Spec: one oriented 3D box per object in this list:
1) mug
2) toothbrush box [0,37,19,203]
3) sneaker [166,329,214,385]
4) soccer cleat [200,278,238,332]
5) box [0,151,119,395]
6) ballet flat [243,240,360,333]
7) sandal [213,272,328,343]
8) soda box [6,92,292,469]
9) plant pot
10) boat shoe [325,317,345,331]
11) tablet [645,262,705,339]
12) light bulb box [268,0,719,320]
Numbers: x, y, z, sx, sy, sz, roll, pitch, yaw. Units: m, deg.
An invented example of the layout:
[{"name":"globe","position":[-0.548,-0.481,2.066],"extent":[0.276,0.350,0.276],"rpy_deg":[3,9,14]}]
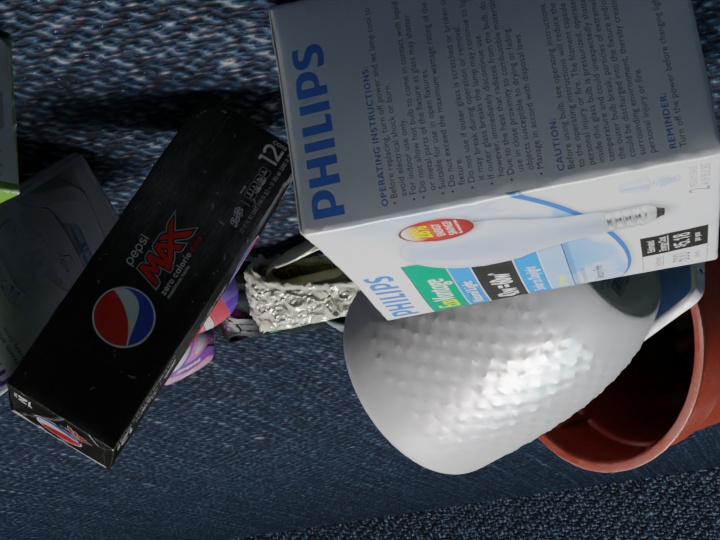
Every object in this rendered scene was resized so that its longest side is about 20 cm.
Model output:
[{"name":"mug","position":[0.112,0.021,0.936],"extent":[0.175,0.148,0.200],"rpy_deg":[-37,179,39]},{"name":"toothbrush box","position":[-0.286,-0.058,0.701],"extent":[0.199,0.087,0.145],"rpy_deg":[-18,161,38]},{"name":"sneaker","position":[-0.206,0.078,1.231],"extent":[0.199,0.081,0.088],"rpy_deg":[-17,169,29]},{"name":"soccer cleat","position":[-0.152,0.002,1.013],"extent":[0.076,0.067,0.199],"rpy_deg":[-26,153,37]},{"name":"box","position":[-0.259,0.031,0.864],"extent":[0.199,0.097,0.176],"rpy_deg":[-21,-165,40]},{"name":"ballet flat","position":[0.000,0.000,1.063],"extent":[0.199,0.072,0.072],"rpy_deg":[-13,163,18]},{"name":"sandal","position":[-0.079,0.037,1.182],"extent":[0.075,0.048,0.200],"rpy_deg":[-15,163,25]},{"name":"soda box","position":[-0.113,0.005,0.789],"extent":[0.071,0.201,0.063],"rpy_deg":[31,159,-1]},{"name":"plant pot","position":[0.246,0.044,1.120],"extent":[0.194,0.202,0.200],"rpy_deg":[-4,166,-39]},{"name":"boat shoe","position":[0.049,0.018,1.128],"extent":[0.200,0.071,0.071],"rpy_deg":[-17,167,41]},{"name":"tablet","position":[0.166,0.028,0.996],"extent":[0.014,0.131,0.200],"rpy_deg":[30,131,-18]},{"name":"light bulb box","position":[0.079,-0.068,0.749],"extent":[0.199,0.126,0.198],"rpy_deg":[-11,164,11]}]
